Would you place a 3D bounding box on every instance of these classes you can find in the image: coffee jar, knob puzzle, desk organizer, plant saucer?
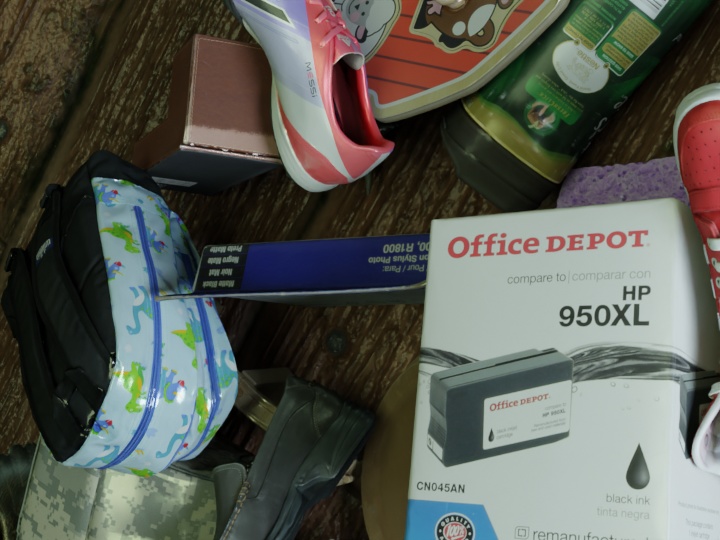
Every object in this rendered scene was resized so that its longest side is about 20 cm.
[{"bbox_3d":[0.136,-0.133,0.751,0.085,0.104,0.200,36,107,-10],"label":"coffee jar"},{"bbox_3d":[0.042,-0.192,0.743,0.219,0.030,0.221,-10,71,31],"label":"knob puzzle"},{"bbox_3d":[-0.114,-0.107,0.840,0.200,0.071,0.077,173,103,-69],"label":"desk organizer"},{"bbox_3d":[0.064,0.139,0.775,0.200,0.029,0.201,-17,68,48],"label":"plant saucer"}]

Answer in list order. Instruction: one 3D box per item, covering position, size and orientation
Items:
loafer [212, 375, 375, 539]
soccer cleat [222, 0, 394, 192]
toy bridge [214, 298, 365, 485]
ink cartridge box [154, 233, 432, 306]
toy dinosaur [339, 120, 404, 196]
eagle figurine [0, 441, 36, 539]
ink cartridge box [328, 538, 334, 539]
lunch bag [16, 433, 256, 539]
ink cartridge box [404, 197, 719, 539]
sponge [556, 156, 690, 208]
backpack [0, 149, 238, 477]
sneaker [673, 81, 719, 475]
[{"bbox_3d":[-0.071,0.158,0.780,0.072,0.200,0.073,33,147,9],"label":"loafer"},{"bbox_3d":[-0.034,-0.152,0.726,0.073,0.068,0.201,-14,95,44],"label":"soccer cleat"},{"bbox_3d":[-0.074,0.090,0.874,0.200,0.067,0.027,42,106,24],"label":"toy bridge"},{"bbox_3d":[0.000,0.000,0.764,0.199,0.200,0.041,-3,86,27],"label":"ink cartridge box"},{"bbox_3d":[0.036,-0.148,0.820,0.200,0.102,0.077,-35,60,13],"label":"toy dinosaur"},{"bbox_3d":[-0.296,0.265,0.968,0.151,0.151,0.201,0,50,-10],"label":"eagle figurine"},{"bbox_3d":[-0.003,0.303,0.772,0.200,0.144,0.084,37,134,25],"label":"ink cartridge box"},{"bbox_3d":[-0.155,0.212,0.869,0.167,0.139,0.201,19,97,28],"label":"lunch bag"},{"bbox_3d":[0.107,0.072,0.600,0.144,0.084,0.201,-4,74,34],"label":"ink cartridge box"},{"bbox_3d":[0.149,0.021,0.702,0.111,0.030,0.201,-1,60,46],"label":"sponge"},{"bbox_3d":[-0.167,0.045,0.793,0.163,0.153,0.200,-53,27,21],"label":"backpack"},{"bbox_3d":[0.183,0.021,0.527,0.071,0.113,0.200,-6,126,41],"label":"sneaker"}]
